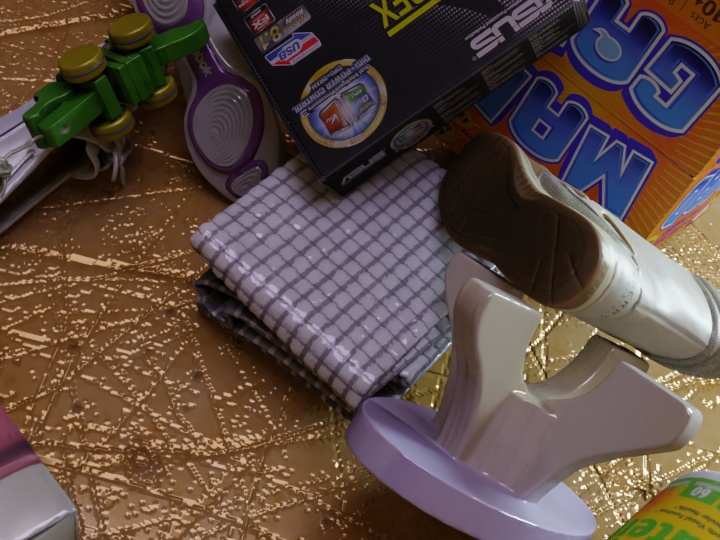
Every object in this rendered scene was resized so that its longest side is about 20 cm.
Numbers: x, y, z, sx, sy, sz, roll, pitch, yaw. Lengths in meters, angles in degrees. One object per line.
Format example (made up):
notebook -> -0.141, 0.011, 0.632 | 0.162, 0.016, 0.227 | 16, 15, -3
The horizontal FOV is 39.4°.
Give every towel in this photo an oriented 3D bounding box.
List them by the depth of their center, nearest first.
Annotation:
towel -> 0.000, 0.000, 0.698 | 0.166, 0.086, 0.200 | 39, 54, 11

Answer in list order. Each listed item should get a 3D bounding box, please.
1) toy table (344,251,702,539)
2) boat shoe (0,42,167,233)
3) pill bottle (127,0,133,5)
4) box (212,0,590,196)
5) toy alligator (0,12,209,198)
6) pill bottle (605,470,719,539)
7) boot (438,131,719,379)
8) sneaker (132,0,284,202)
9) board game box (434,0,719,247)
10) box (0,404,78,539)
toy table -> 0.091, 0.080, 0.581 | 0.184, 0.117, 0.200 | 36, 9, 31
boat shoe -> -0.197, -0.090, 0.713 | 0.086, 0.075, 0.202 | 39, 57, 14
pill bottle -> -0.143, -0.309, 0.862 | 0.113, 0.113, 0.200 | 15, 53, -4
box -> 0.023, -0.170, 0.663 | 0.200, 0.044, 0.160 | -34, 70, 10
toy alligator -> -0.187, -0.116, 0.667 | 0.054, 0.059, 0.200 | 25, 57, 38
pill bottle -> 0.162, 0.210, 0.568 | 0.200, 0.111, 0.111 | -29, 67, -31
boot -> 0.144, -0.010, 0.650 | 0.155, 0.072, 0.200 | 25, 16, -29
sneaker -> -0.098, -0.148, 0.758 | 0.200, 0.075, 0.100 | 70, 19, -4
board game box -> 0.203, -0.150, 0.751 | 0.200, 0.200, 0.200 | 44, 36, 17
box -> -0.248, 0.103, 0.526 | 0.109, 0.128, 0.200 | -32, 69, -32
